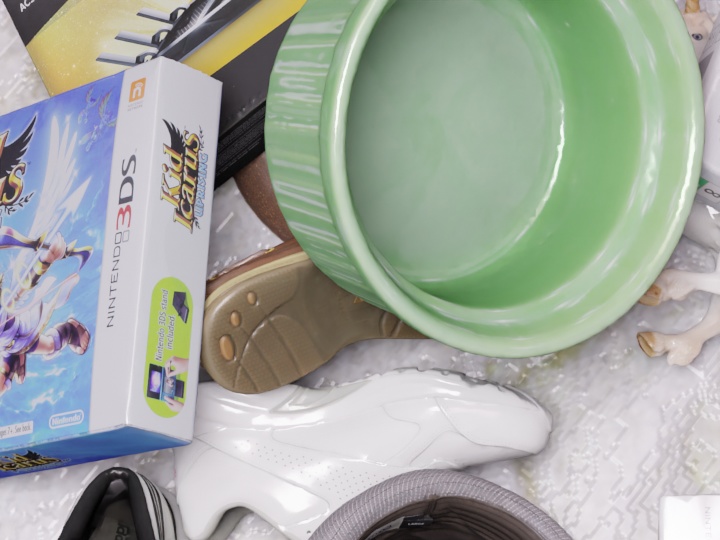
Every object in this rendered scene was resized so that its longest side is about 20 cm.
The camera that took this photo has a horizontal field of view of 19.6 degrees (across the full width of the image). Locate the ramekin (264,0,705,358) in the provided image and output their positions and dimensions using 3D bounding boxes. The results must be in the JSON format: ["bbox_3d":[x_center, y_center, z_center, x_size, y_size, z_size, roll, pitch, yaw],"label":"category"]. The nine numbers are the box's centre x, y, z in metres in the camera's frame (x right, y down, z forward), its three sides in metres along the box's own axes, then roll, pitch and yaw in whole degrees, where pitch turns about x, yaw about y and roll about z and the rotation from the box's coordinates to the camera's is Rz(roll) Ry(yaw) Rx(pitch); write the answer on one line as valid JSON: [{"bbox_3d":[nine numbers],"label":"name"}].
[{"bbox_3d":[0.052,-0.065,0.964,0.198,0.097,0.202,-4,98,-28],"label":"ramekin"}]

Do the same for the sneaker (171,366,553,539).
[{"bbox_3d":[0.000,0.102,1.039,0.198,0.078,0.100,-5,80,13],"label":"sneaker"}]

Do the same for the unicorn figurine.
[{"bbox_3d":[0.167,-0.046,1.068,0.137,0.074,0.201,-33,86,-15],"label":"unicorn figurine"}]

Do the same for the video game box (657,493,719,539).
[{"bbox_3d":[0.152,0.207,0.915,0.046,0.200,0.184,1,72,8],"label":"video game box"}]

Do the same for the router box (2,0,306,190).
[{"bbox_3d":[-0.079,-0.142,1.089,0.199,0.052,0.158,-37,70,20],"label":"router box"}]

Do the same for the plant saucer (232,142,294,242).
[{"bbox_3d":[0.020,-0.096,1.113,0.198,0.035,0.202,-2,73,6],"label":"plant saucer"}]

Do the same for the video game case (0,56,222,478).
[{"bbox_3d":[-0.156,0.005,1.036,0.199,0.045,0.183,-14,65,42],"label":"video game case"}]

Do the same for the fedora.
[{"bbox_3d":[0.039,0.199,0.975,0.175,0.090,0.202,-12,69,-20],"label":"fedora"}]

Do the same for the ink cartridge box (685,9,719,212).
[{"bbox_3d":[0.264,-0.077,1.035,0.199,0.050,0.162,26,74,-6],"label":"ink cartridge box"}]

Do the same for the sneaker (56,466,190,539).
[{"bbox_3d":[-0.129,0.190,0.995,0.075,0.115,0.203,2,73,7],"label":"sneaker"}]

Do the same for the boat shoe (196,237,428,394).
[{"bbox_3d":[0.000,0.001,1.043,0.199,0.067,0.073,-18,112,-22],"label":"boat shoe"}]
